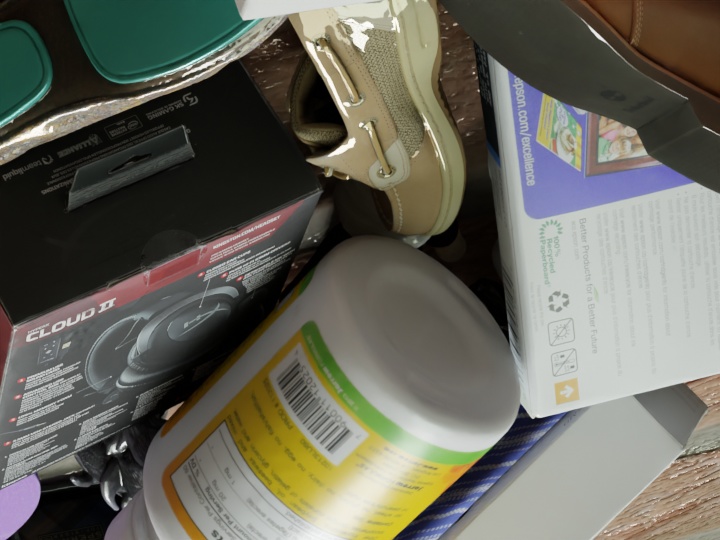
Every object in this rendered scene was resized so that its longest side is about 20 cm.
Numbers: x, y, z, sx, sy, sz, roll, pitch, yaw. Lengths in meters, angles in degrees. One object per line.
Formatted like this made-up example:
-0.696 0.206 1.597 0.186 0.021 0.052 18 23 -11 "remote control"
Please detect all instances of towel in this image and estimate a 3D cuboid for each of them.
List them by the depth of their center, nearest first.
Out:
0.047 0.111 1.189 0.144 0.024 0.200 -6 143 -53 "towel"

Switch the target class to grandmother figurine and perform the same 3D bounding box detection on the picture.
0.000 0.000 1.174 0.121 0.061 0.200 -38 163 -27 "grandmother figurine"

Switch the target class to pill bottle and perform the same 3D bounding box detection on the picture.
-0.029 0.086 1.082 0.111 0.112 0.200 7 137 -45 "pill bottle"

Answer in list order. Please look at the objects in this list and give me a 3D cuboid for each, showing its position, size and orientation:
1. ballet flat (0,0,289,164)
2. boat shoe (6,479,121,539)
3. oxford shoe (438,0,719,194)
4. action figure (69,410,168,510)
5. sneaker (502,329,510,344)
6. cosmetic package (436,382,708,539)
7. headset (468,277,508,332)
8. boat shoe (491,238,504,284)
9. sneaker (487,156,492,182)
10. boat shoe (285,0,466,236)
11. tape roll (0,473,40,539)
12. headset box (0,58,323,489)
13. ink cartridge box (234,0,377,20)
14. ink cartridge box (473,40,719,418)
-0.102 -0.088 0.907 0.199 0.069 0.067 -20 177 17 "ballet flat"
-0.209 0.156 1.356 0.199 0.069 0.057 -11 149 -30 "boat shoe"
0.105 -0.104 0.965 0.199 0.072 0.071 30 162 -21 "oxford shoe"
-0.091 0.097 1.239 0.118 0.102 0.201 15 151 29 "action figure"
0.122 0.024 1.312 0.099 0.071 0.199 -4 -171 41 "sneaker"
0.078 0.126 1.158 0.200 0.051 0.083 -46 177 19 "cosmetic package"
0.028 0.095 1.225 0.123 0.094 0.201 -7 130 -60 "headset"
0.166 -0.015 1.228 0.198 0.074 0.068 6 135 -18 "boat shoe"
0.155 -0.066 1.110 0.198 0.077 0.079 -11 112 -6 "sneaker"
-0.001 -0.074 0.983 0.064 0.072 0.201 -24 148 -7 "boat shoe"
-0.264 0.105 1.196 0.198 0.066 0.200 -15 157 -6 "tape roll"
-0.109 0.002 1.026 0.148 0.078 0.200 -26 160 -24 "headset box"
0.050 -0.167 0.798 0.198 0.085 0.145 -10 155 -18 "ink cartridge box"
0.155 -0.048 1.049 0.198 0.043 0.200 -12 115 -8 "ink cartridge box"
